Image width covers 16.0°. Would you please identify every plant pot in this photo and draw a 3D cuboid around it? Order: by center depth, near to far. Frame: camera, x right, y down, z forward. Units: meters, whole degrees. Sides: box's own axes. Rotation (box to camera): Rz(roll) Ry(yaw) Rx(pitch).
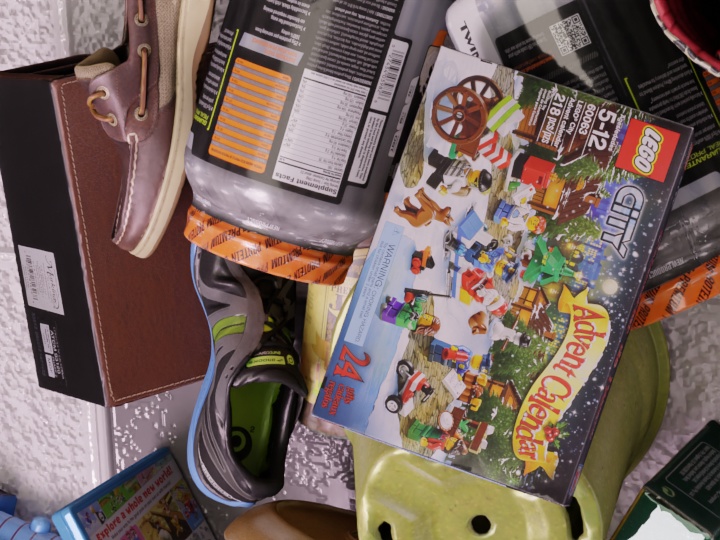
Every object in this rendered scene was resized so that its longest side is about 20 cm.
[{"bbox_3d":[0.071,0.097,1.411,0.200,0.184,0.201,3,115,6],"label":"plant pot"},{"bbox_3d":[0.019,0.174,1.492,0.200,0.200,0.028,22,95,20],"label":"plant pot"}]

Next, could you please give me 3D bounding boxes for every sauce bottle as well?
[{"bbox_3d":[0.000,0.000,1.523,0.065,0.065,0.201,12,109,23],"label":"sauce bottle"}]

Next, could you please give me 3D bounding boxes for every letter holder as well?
[{"bbox_3d":[-0.132,-0.034,1.571,0.100,0.142,0.201,9,111,57],"label":"letter holder"}]

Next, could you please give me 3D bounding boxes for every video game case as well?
[{"bbox_3d":[-0.110,0.219,1.591,0.018,0.143,0.200,-27,91,24],"label":"video game case"}]

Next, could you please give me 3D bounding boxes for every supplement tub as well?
[{"bbox_3d":[0.138,-0.076,1.371,0.122,0.122,0.200,-24,91,29],"label":"supplement tub"},{"bbox_3d":[-0.025,-0.100,1.423,0.122,0.122,0.200,21,99,20],"label":"supplement tub"}]

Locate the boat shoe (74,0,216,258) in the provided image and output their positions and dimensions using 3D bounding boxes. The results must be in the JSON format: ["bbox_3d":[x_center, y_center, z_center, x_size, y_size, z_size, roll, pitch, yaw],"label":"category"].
[{"bbox_3d":[-0.129,-0.109,1.468,0.072,0.072,0.200,8,104,-12],"label":"boat shoe"}]

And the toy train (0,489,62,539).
[{"bbox_3d":[-0.236,0.209,1.687,0.200,0.087,0.115,20,106,21],"label":"toy train"}]

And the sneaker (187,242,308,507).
[{"bbox_3d":[-0.059,0.042,1.518,0.083,0.071,0.200,6,93,59],"label":"sneaker"}]

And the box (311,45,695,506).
[{"bbox_3d":[0.073,0.003,1.290,0.136,0.038,0.200,19,87,11],"label":"box"}]

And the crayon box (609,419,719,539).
[{"bbox_3d":[0.155,0.193,1.464,0.052,0.126,0.200,35,117,13],"label":"crayon box"}]

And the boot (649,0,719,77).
[{"bbox_3d":[0.247,-0.109,1.320,0.203,0.154,0.074,39,117,12],"label":"boot"}]
